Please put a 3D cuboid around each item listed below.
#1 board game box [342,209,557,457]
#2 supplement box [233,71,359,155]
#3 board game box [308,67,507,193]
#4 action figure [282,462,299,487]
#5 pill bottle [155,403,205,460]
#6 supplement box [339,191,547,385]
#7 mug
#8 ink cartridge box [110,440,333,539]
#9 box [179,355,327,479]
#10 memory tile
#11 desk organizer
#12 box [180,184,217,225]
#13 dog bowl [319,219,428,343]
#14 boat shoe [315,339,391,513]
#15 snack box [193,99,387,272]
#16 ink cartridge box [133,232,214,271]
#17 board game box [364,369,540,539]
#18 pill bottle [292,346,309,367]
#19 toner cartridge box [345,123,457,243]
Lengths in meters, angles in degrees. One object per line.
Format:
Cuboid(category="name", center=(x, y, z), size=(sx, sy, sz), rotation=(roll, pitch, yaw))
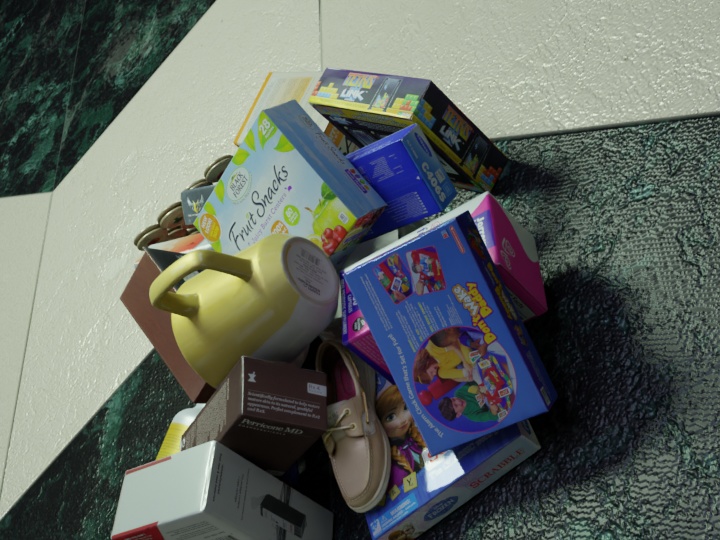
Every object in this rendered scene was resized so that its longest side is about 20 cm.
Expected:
Cuboid(category="board game box", center=(0.087, 0.063, 1.107), size=(0.133, 0.202, 0.045), rotation=(-25, 3, 26))
Cuboid(category="supplement box", center=(-0.075, -0.209, 1.610), size=(0.199, 0.073, 0.127), rotation=(12, 71, 49))
Cuboid(category="board game box", center=(0.056, -0.171, 1.379), size=(0.199, 0.165, 0.057), rotation=(19, 75, 49))
Cuboid(category="action figure", center=(-0.072, 0.187, 1.345), size=(0.065, 0.052, 0.201), rotation=(19, 75, 55))
Cuboid(category="pill bottle", center=(-0.191, 0.238, 1.373), size=(0.111, 0.112, 0.202), rotation=(3, 65, 46))
Cuboid(category="supplement box", center=(0.084, 0.022, 1.200), size=(0.198, 0.103, 0.102), rotation=(-28, 44, 25))
Cuboid(category="mug", center=(-0.112, 0.041, 1.223), size=(0.153, 0.186, 0.151), rotation=(-35, 82, 34))
Cuboid(category="ink cartridge box", center=(-0.144, 0.277, 1.231), size=(0.143, 0.200, 0.085), rotation=(-22, 45, 32))
Cuboid(category="box", center=(-0.119, 0.177, 1.236), size=(0.200, 0.099, 0.076), rotation=(128, 147, -46))
Cuboid(category="memory tile", center=(-0.218, -0.091, 1.620), size=(0.200, 0.153, 0.017), rotation=(-41, 73, 20))
Cuboid(category="desk organizer", center=(-0.204, 0.066, 1.362), size=(0.200, 0.071, 0.077), rotation=(48, 114, 34))
Cuboid(category="box", center=(-0.116, -0.100, 1.507), size=(0.198, 0.157, 0.052), rotation=(-4, 96, 41))
Cuboid(category="dog bowl", center=(0.000, 0.000, 1.397), size=(0.198, 0.059, 0.202), rotation=(-25, 47, 30))
Cuboid(category="boat shoe", center=(-0.018, 0.162, 1.222), size=(0.073, 0.069, 0.202), rotation=(-34, 43, 24))
Cuboid(category="snack box", center=(-0.086, -0.064, 1.313), size=(0.169, 0.067, 0.200), rotation=(49, 129, 12))
Cuboid(category="ink cartridge box", center=(-0.197, -0.045, 1.530), size=(0.160, 0.051, 0.201), rotation=(-14, 22, 14))
Cuboid(category="board game box", center=(0.073, 0.162, 1.218), size=(0.199, 0.041, 0.201), rotation=(-39, 41, 17))
Cuboid(category="pill bottle", center=(-0.156, 0.062, 1.466), size=(0.113, 0.112, 0.200), rotation=(-53, 38, 0))
Cuboid(category="toner cartridge box", center=(0.008, -0.089, 1.314), size=(0.199, 0.096, 0.043), rotation=(-19, 20, 42))
